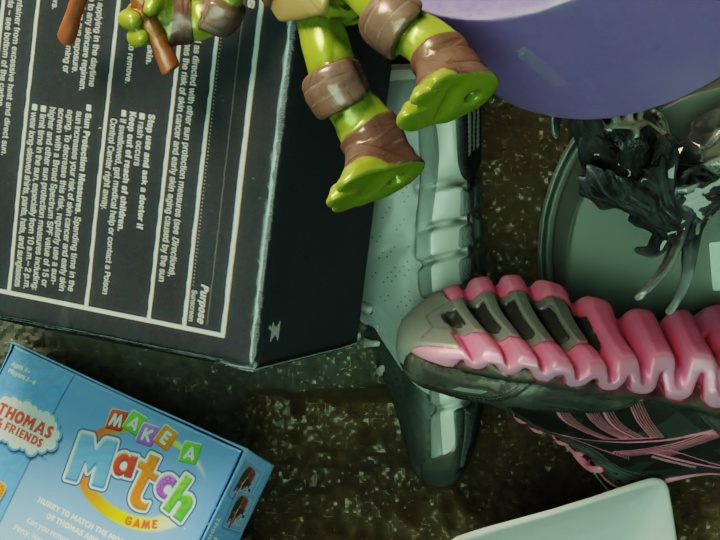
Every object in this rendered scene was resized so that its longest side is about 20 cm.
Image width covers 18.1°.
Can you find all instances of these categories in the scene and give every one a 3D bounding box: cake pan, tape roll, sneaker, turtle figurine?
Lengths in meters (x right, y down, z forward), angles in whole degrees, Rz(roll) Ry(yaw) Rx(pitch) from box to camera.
[{"bbox_3d":[0.181,-0.004,1.056,0.198,0.037,0.202,2,103,7],"label":"cake pan"},{"bbox_3d":[0.094,-0.168,0.904,0.199,0.201,0.085,-37,139,14],"label":"tape roll"},{"bbox_3d":[0.109,0.062,1.015,0.198,0.079,0.096,8,121,-9],"label":"sneaker"},{"bbox_3d":[0.000,0.000,1.067,0.114,0.075,0.202,0,93,12],"label":"sneaker"},{"bbox_3d":[-0.023,-0.106,0.865,0.200,0.064,0.162,-40,69,26],"label":"turtle figurine"}]

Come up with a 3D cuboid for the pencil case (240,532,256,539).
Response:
[{"bbox_3d":[-0.049,0.228,1.090,0.077,0.089,0.201,-23,84,-10],"label":"pencil case"}]

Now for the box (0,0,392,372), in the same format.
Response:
[{"bbox_3d":[-0.097,-0.074,0.995,0.197,0.123,0.202,11,98,23],"label":"box"}]

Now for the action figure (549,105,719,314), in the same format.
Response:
[{"bbox_3d":[0.130,-0.090,0.969,0.102,0.118,0.202,-25,68,32],"label":"action figure"}]

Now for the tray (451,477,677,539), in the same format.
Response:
[{"bbox_3d":[0.104,0.196,1.040,0.106,0.022,0.202,-15,109,-10],"label":"tray"}]

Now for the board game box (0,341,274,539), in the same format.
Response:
[{"bbox_3d":[-0.146,0.152,1.063,0.150,0.037,0.201,21,82,31],"label":"board game box"}]
